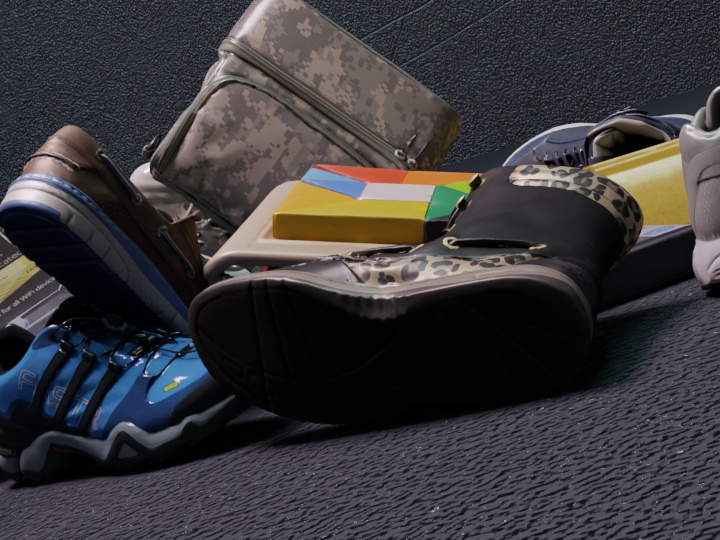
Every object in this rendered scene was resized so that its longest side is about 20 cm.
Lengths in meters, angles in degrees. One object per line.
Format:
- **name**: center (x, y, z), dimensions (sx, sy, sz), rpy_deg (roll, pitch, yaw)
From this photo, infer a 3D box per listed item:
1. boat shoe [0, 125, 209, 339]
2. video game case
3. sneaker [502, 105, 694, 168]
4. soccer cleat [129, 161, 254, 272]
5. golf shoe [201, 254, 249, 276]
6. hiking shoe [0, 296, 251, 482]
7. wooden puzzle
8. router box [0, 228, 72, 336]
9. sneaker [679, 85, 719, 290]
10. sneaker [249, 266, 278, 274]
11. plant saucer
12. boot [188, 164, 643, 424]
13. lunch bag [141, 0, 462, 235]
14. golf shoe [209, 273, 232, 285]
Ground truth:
- **boat shoe**: center (-0.118, -0.001, 0.772), dimensions (0.072, 0.200, 0.073), rpy_deg (2, 55, 29)
- **video game case**: center (0.077, 0.014, 0.797), dimensions (0.198, 0.026, 0.181), rpy_deg (-19, 6, -13)
- **sneaker**: center (0.193, -0.091, 1.197), dimensions (0.201, 0.078, 0.146), rpy_deg (-14, 4, 28)
- **soccer cleat**: center (-0.091, -0.033, 1.099), dimensions (0.070, 0.199, 0.078), rpy_deg (-59, 20, 30)
- **golf shoe**: center (-0.130, 0.014, 1.152), dimensions (0.198, 0.089, 0.077), rpy_deg (-17, 4, -8)
- **hiking shoe**: center (-0.132, 0.055, 0.720), dimensions (0.199, 0.087, 0.074), rpy_deg (-16, 12, 30)
- **wooden puzzle**: center (0.020, -0.034, 0.822), dimensions (0.198, 0.038, 0.185), rpy_deg (-2, 16, 9)
- **router box**: center (-0.227, 0.034, 0.865), dimensions (0.199, 0.053, 0.157), rpy_deg (-36, 40, -19)
- **sneaker**: center (0.215, -0.058, 0.721), dimensions (0.075, 0.093, 0.200), rpy_deg (-14, 6, 26)
- **sneaker**: center (0.000, 0.000, 0.948), dimensions (0.199, 0.071, 0.098), rpy_deg (-15, -6, -39)
- **plant saucer**: center (0.234, -0.067, 0.988), dimensions (0.198, 0.049, 0.200), rpy_deg (-16, 6, 10)
- **boot**: center (0.032, 0.005, 0.655), dimensions (0.198, 0.074, 0.151), rpy_deg (-8, 19, 30)
- **lunch bag**: center (-0.043, -0.087, 1.038), dimensions (0.168, 0.199, 0.139), rpy_deg (-55, 3, -11)
- **golf shoe**: center (-0.175, 0.034, 1.086), dimensions (0.198, 0.089, 0.077), rpy_deg (7, 12, 0)
